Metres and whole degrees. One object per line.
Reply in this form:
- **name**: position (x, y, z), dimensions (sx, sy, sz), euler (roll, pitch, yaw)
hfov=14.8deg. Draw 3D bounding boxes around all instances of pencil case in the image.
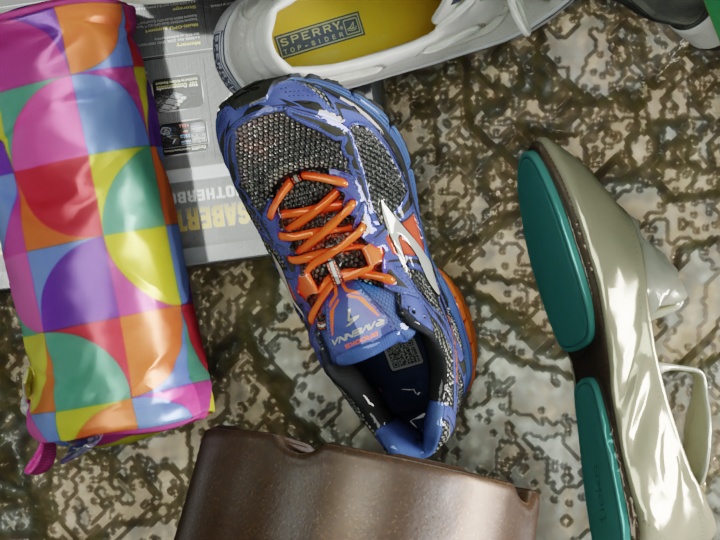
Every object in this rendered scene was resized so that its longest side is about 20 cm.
- **pencil case**: position (-0.121, -0.017, 1.194), dimensions (0.088, 0.088, 0.201), euler (-9, 89, 5)

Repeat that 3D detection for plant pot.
- **plant pot**: position (-0.013, 0.177, 1.186), dimensions (0.199, 0.200, 0.200), euler (10, 82, 5)

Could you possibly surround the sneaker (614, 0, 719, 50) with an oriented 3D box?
- **sneaker**: position (0.143, -0.202, 1.210), dimensions (0.090, 0.066, 0.201), euler (10, 92, -31)

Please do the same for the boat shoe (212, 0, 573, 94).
- **boat shoe**: position (0.037, -0.128, 1.192), dimensions (0.201, 0.086, 0.075), euler (-21, 95, -21)

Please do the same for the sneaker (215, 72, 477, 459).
- **sneaker**: position (0.000, 0.000, 1.184), dimensions (0.075, 0.079, 0.200), euler (-23, 123, 15)

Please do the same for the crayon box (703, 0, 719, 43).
- **crayon box**: position (0.222, -0.096, 1.183), dimensions (0.118, 0.058, 0.201), euler (-25, 99, -20)

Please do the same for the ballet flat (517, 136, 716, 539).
- **ballet flat**: position (0.119, 0.036, 1.234), dimensions (0.069, 0.069, 0.201), euler (-11, 91, 5)

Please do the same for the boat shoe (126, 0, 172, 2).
- **boat shoe**: position (-0.025, -0.162, 1.130), dimensions (0.199, 0.072, 0.070), euler (-9, 45, 13)

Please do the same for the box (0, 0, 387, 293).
- **box**: position (-0.089, -0.079, 1.255), dimensions (0.199, 0.048, 0.160), euler (-8, 90, 5)
